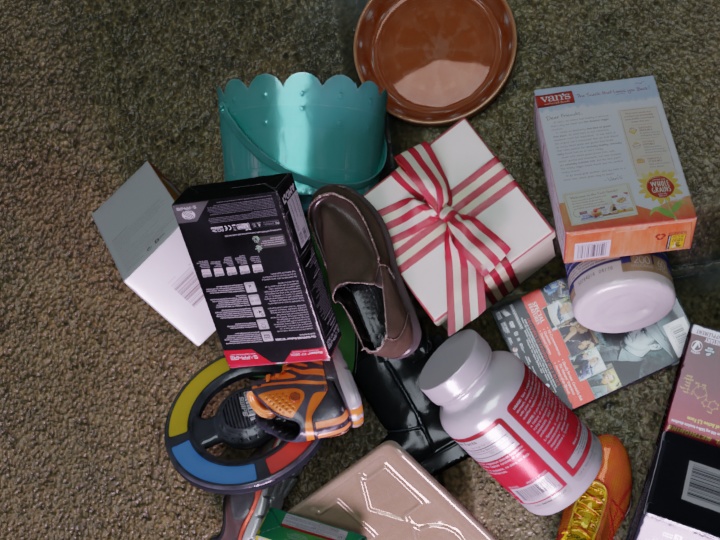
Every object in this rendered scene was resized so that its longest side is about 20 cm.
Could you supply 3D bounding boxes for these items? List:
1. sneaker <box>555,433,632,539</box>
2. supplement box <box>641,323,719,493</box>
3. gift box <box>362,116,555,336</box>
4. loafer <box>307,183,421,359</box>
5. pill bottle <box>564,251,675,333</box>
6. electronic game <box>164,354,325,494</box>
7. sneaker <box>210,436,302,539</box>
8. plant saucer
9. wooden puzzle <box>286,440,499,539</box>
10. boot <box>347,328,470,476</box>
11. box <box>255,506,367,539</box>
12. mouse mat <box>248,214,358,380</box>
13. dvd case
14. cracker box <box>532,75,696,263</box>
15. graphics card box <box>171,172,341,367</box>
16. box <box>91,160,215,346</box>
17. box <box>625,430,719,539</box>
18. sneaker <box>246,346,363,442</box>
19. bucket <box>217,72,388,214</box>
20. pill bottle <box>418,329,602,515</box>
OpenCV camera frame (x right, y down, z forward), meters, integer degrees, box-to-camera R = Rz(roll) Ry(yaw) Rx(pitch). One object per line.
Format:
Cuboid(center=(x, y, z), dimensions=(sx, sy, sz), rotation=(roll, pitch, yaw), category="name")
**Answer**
Cuboid(center=(0.252, 0.278, 1.318), dimensions=(0.073, 0.077, 0.201), rotation=(15, 82, 14), category="sneaker")
Cuboid(center=(0.384, 0.168, 1.307), dimensions=(0.108, 0.061, 0.201), rotation=(15, 92, 13), category="supplement box")
Cuboid(center=(0.101, -0.031, 1.341), dimensions=(0.200, 0.187, 0.185), rotation=(-42, 75, 1), category="gift box")
Cuboid(center=(0.000, 0.000, 1.256), dimensions=(0.073, 0.071, 0.201), rotation=(-32, 81, 26), category="loafer")
Cuboid(center=(0.276, -0.042, 1.328), dimensions=(0.110, 0.111, 0.201), rotation=(-10, 58, 9), category="pill bottle")
Cuboid(center=(-0.127, 0.165, 1.363), dimensions=(0.199, 0.042, 0.201), rotation=(-9, 45, 10), category="electronic game")
Cuboid(center=(-0.124, 0.240, 1.399), dimensions=(0.081, 0.077, 0.201), rotation=(14, 76, 28), category="sneaker")
Cuboid(center=(0.091, -0.271, 1.462), dimensions=(0.199, 0.032, 0.202), rotation=(-2, 81, 11), category="plant saucer")
Cuboid(center=(0.032, 0.283, 1.317), dimensions=(0.200, 0.046, 0.185), rotation=(-37, 106, 29), category="wooden puzzle")
Cuboid(center=(0.031, 0.171, 1.380), dimensions=(0.198, 0.073, 0.163), rotation=(-30, 74, 6), category="boot")
Cuboid(center=(-0.055, 0.356, 1.333), dimensions=(0.117, 0.201, 0.048), rotation=(15, 39, 12), category="box")
Cuboid(center=(-0.068, 0.032, 1.430), dimensions=(0.160, 0.008, 0.201), rotation=(-2, 81, 30), category="mouse mat")
Cuboid(center=(0.269, 0.070, 1.377), dimensions=(0.199, 0.022, 0.147), rotation=(-26, 77, 7), category="dvd case")
Cuboid(center=(0.263, -0.109, 1.271), dimensions=(0.133, 0.058, 0.201), rotation=(-6, 55, 2), category="cracker box")
Cuboid(center=(-0.106, 0.003, 1.256), dimensions=(0.125, 0.051, 0.201), rotation=(-6, 118, 23), category="graphics card box")
Cuboid(center=(-0.216, -0.023, 1.381), dimensions=(0.097, 0.124, 0.200), rotation=(-44, 33, 1), category="box")
Cuboid(center=(0.322, 0.294, 1.222), dimensions=(0.106, 0.148, 0.201), rotation=(17, 120, 14), category="box")
Cuboid(center=(-0.078, 0.105, 1.331), dimensions=(0.111, 0.078, 0.200), rotation=(-17, 44, -11), category="sneaker")
Cuboid(center=(-0.066, -0.140, 1.389), dimensions=(0.206, 0.207, 0.136), rotation=(-1, 86, 11), category="bucket")
Cuboid(center=(0.159, 0.161, 1.296), dimensions=(0.112, 0.112, 0.200), rotation=(-45, 106, 1), category="pill bottle")
